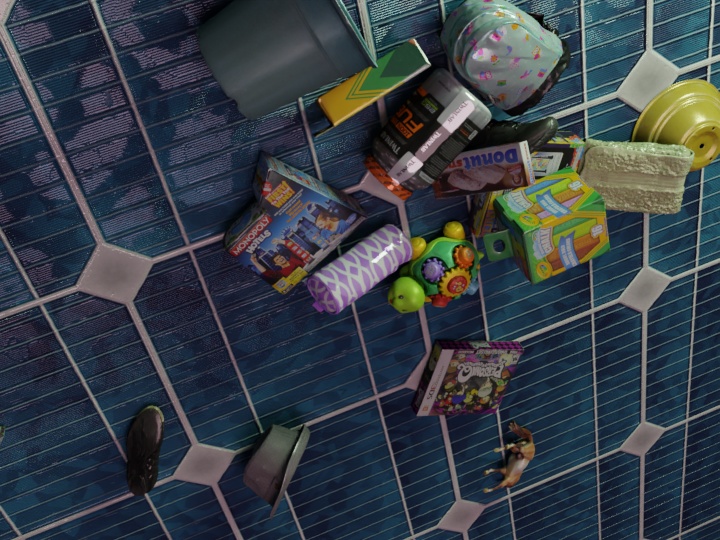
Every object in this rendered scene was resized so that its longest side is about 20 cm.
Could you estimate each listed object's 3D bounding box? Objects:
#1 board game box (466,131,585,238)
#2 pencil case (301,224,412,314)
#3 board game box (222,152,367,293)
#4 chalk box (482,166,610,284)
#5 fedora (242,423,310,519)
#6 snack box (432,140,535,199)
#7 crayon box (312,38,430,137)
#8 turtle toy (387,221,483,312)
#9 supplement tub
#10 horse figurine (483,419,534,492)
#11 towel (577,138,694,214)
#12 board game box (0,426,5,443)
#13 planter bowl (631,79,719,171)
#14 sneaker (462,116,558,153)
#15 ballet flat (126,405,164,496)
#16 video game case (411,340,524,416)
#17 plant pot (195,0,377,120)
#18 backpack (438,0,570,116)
[{"bbox_3d":[0.297,-0.154,1.607,0.165,0.057,0.200,0,123,-21],"label":"board game box"},{"bbox_3d":[0.000,0.000,1.536,0.200,0.084,0.086,-34,158,-25],"label":"pencil case"},{"bbox_3d":[-0.127,-0.089,1.460,0.200,0.062,0.200,-42,128,9],"label":"board game box"},{"bbox_3d":[0.316,-0.071,1.558,0.200,0.124,0.125,-25,129,-4],"label":"chalk box"},{"bbox_3d":[-0.174,0.380,1.740,0.090,0.177,0.200,24,124,-2],"label":"fedora"},{"bbox_3d":[0.196,-0.164,1.467,0.024,0.200,0.072,-20,101,-41],"label":"snack box"},{"bbox_3d":[0.002,-0.275,1.347,0.200,0.127,0.051,-33,101,1],"label":"crayon box"},{"bbox_3d":[0.139,0.011,1.626,0.200,0.101,0.146,-23,129,-6],"label":"turtle toy"},{"bbox_3d":[0.105,-0.218,1.437,0.123,0.123,0.200,34,105,-37],"label":"supplement tub"},{"bbox_3d":[0.351,0.438,2.047,0.132,0.050,0.200,1,117,-38],"label":"horse figurine"},{"bbox_3d":[0.504,-0.171,1.646,0.200,0.036,0.148,6,128,8],"label":"towel"},{"bbox_3d":[-0.717,0.305,1.498,0.200,0.062,0.200,15,117,-31],"label":"board game box"},{"bbox_3d":[0.616,-0.247,1.658,0.200,0.083,0.200,-11,127,-15],"label":"planter bowl"},{"bbox_3d":[0.233,-0.217,1.470,0.200,0.091,0.076,-23,-176,40],"label":"sneaker"},{"bbox_3d":[-0.406,0.335,1.670,0.066,0.057,0.200,15,114,0],"label":"ballet flat"},{"bbox_3d":[0.224,0.226,1.856,0.200,0.036,0.181,3,123,-25],"label":"video game case"},{"bbox_3d":[-0.110,-0.323,1.241,0.196,0.200,0.200,-29,130,10],"label":"plant pot"},{"bbox_3d":[0.225,-0.345,1.393,0.200,0.127,0.167,26,110,-37],"label":"backpack"}]
